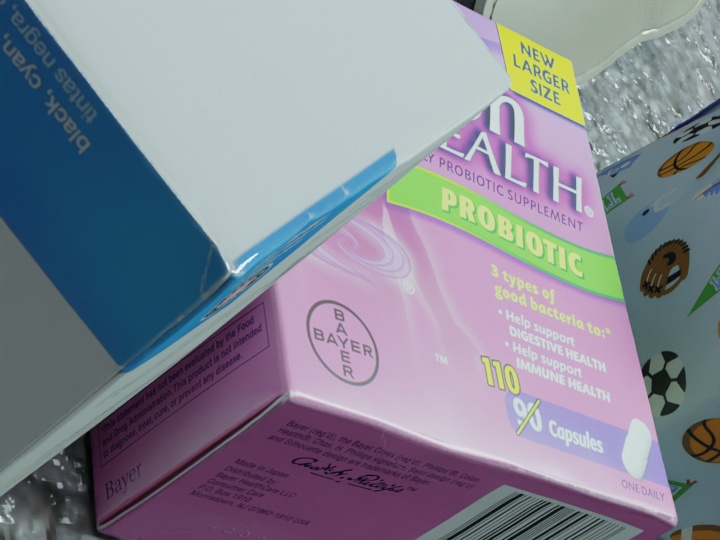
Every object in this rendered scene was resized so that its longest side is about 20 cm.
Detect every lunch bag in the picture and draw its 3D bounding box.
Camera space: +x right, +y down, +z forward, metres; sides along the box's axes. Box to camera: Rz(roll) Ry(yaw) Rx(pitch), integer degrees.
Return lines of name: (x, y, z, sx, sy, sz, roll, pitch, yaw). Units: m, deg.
lunch bag: (0.163, 0.002, 0.860, 0.124, 0.170, 0.201, 36, 38, -29)

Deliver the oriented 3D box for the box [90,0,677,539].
box: (0.000, 0.000, 0.734, 0.175, 0.097, 0.201, 21, 46, -38)

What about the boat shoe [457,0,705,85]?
boat shoe: (0.096, -0.134, 1.010, 0.062, 0.073, 0.199, 22, 27, 32)

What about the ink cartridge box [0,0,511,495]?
ink cartridge box: (-0.097, -0.030, 0.555, 0.145, 0.200, 0.147, 52, 35, 0)
